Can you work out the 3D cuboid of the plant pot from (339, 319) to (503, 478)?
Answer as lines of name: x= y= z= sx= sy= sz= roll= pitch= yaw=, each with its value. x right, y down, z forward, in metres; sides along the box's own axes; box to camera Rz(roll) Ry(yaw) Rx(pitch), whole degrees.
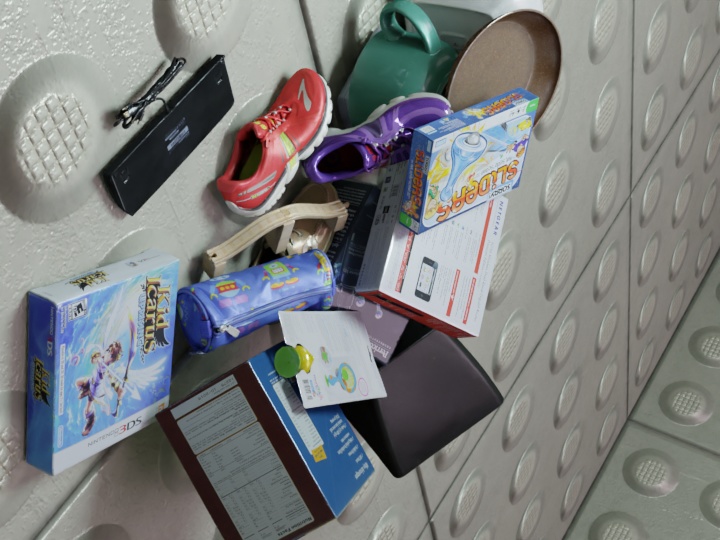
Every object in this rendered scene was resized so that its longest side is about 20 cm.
plant pot: x=0.057 y=0.141 z=1.645 sx=0.200 sy=0.200 sz=0.178 roll=-35 pitch=130 yaw=-9

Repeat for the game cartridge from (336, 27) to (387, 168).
game cartridge: x=0.032 y=-0.226 z=1.557 sx=0.133 sy=0.041 sz=0.200 roll=-59 pitch=151 yaw=-12

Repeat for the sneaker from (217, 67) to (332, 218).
sneaker: x=-0.101 y=-0.158 z=1.321 sx=0.201 sy=0.077 sz=0.085 roll=-63 pitch=147 yaw=-13

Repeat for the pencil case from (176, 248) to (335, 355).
pencil case: x=-0.121 y=0.035 z=1.336 sx=0.199 sy=0.087 sz=0.078 roll=-19 pitch=122 yaw=-31

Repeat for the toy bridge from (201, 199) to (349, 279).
toy bridge: x=-0.096 y=-0.049 z=1.357 sx=0.199 sy=0.027 sz=0.067 roll=-23 pitch=155 yaw=-28

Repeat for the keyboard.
keyboard: x=-0.205 y=-0.160 z=1.189 sx=0.200 sy=0.021 sz=0.127 roll=-54 pitch=154 yaw=-30

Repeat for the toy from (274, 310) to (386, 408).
toy: x=-0.045 y=0.109 z=1.357 sx=0.200 sy=0.047 sz=0.116 roll=7 pitch=64 yaw=-64

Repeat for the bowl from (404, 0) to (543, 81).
bowl: x=0.142 y=-0.316 z=1.514 sx=0.075 sy=0.199 sz=0.200 roll=-50 pitch=145 yaw=-36

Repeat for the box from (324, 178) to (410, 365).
box: x=0.000 y=0.000 z=1.504 sx=0.148 sy=0.107 sz=0.201 roll=30 pitch=83 yaw=-32

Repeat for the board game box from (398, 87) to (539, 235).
board game box: x=0.136 y=-0.138 z=1.399 sx=0.200 sy=0.034 sz=0.136 roll=-26 pitch=138 yaw=-37

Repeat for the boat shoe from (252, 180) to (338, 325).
boat shoe: x=-0.090 y=-0.028 z=1.429 sx=0.201 sy=0.071 sz=0.064 roll=-66 pitch=152 yaw=-5

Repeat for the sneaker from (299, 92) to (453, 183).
sneaker: x=0.024 y=-0.148 z=1.362 sx=0.199 sy=0.083 sz=0.081 roll=-24 pitch=113 yaw=-1

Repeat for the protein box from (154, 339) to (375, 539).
protein box: x=-0.106 y=0.206 z=1.332 sx=0.135 sy=0.201 sz=0.199 roll=-30 pitch=179 yaw=14

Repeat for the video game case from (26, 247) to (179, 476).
video game case: x=-0.274 y=0.094 z=1.206 sx=0.181 sy=0.045 sz=0.201 roll=-27 pitch=130 yaw=-54

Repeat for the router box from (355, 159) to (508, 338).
router box: x=0.096 y=-0.034 z=1.456 sx=0.179 sy=0.049 sz=0.201 roll=26 pitch=70 yaw=-34

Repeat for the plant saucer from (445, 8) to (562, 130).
plant saucer: x=0.176 y=-0.242 z=1.436 sx=0.200 sy=0.037 sz=0.201 roll=-24 pitch=132 yaw=-30

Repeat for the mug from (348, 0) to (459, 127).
mug: x=0.067 y=-0.236 z=1.453 sx=0.152 sy=0.114 sz=0.185 roll=-62 pitch=152 yaw=-14
